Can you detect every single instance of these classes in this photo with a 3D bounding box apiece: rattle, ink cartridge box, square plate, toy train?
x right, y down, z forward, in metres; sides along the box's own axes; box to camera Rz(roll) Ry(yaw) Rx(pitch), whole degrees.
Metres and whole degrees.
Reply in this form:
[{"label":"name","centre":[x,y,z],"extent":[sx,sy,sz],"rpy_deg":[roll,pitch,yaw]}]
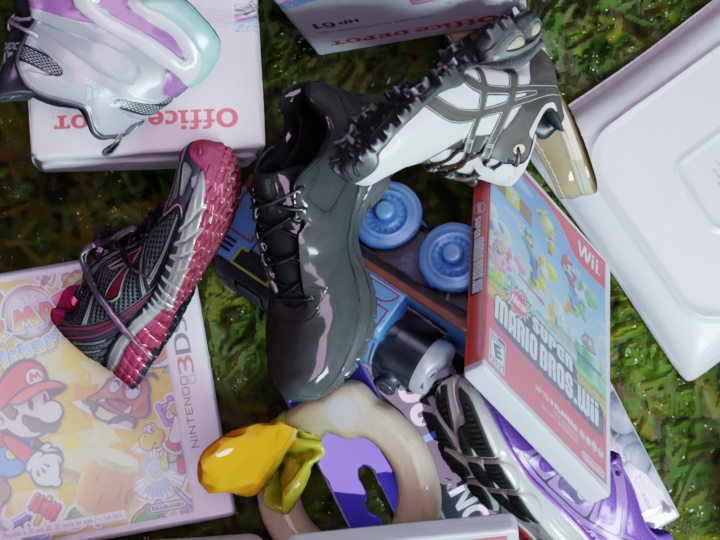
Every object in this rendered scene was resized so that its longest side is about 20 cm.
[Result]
[{"label":"rattle","centre":[-0.001,0.175,1.664],"extent":[0.130,0.143,0.201],"rpy_deg":[-27,86,6]},{"label":"ink cartridge box","centre":[0.015,-0.210,1.621],"extent":[0.144,0.200,0.085],"rpy_deg":[-8,76,12]},{"label":"ink cartridge box","centre":[0.078,0.120,1.733],"extent":[0.199,0.043,0.199],"rpy_deg":[-28,92,-5]},{"label":"square plate","centre":[0.242,-0.063,1.763],"extent":[0.198,0.028,0.200],"rpy_deg":[-36,92,-5]},{"label":"ink cartridge box","centre":[-0.140,-0.165,1.667],"extent":[0.146,0.145,0.201],"rpy_deg":[-2,88,-5]},{"label":"toy train","centre":[0.000,0.000,1.688],"extent":[0.200,0.087,0.114],"rpy_deg":[34,80,15]}]

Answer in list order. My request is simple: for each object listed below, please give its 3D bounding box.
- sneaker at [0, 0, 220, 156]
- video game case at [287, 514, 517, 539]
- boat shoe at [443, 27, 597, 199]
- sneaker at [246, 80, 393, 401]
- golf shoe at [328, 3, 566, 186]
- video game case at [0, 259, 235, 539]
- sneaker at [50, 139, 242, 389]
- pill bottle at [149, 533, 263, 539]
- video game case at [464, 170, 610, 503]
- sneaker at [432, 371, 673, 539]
[{"label":"sneaker","centre":[-0.194,-0.154,1.552],"extent":[0.140,0.078,0.200],"rpy_deg":[-44,90,-4]},{"label":"video game case","centre":[0.027,0.240,1.671],"extent":[0.142,0.017,0.201],"rpy_deg":[-5,127,-5]},{"label":"boat shoe","centre":[0.089,-0.127,1.726],"extent":[0.066,0.074,0.201],"rpy_deg":[-29,74,4]},{"label":"sneaker","centre":[-0.036,-0.021,1.604],"extent":[0.076,0.091,0.201],"rpy_deg":[-4,73,35]},{"label":"golf shoe","centre":[0.064,-0.086,1.605],"extent":[0.200,0.078,0.095],"rpy_deg":[-36,102,-41]},{"label":"video game case","centre":[-0.194,0.087,1.715],"extent":[0.199,0.023,0.183],"rpy_deg":[-10,89,-6]},{"label":"sneaker","centre":[-0.134,-0.007,1.629],"extent":[0.074,0.200,0.081],"rpy_deg":[32,40,-1]},{"label":"pill bottle","centre":[-0.154,0.229,1.670],"extent":[0.199,0.112,0.113],"rpy_deg":[-3,88,-6]},{"label":"video game case","centre":[0.113,0.029,1.653],"extent":[0.017,0.201,0.143],"rpy_deg":[-25,129,27]},{"label":"sneaker","centre":[0.124,0.130,1.684],"extent":[0.200,0.081,0.083],"rpy_deg":[48,72,-21]}]
